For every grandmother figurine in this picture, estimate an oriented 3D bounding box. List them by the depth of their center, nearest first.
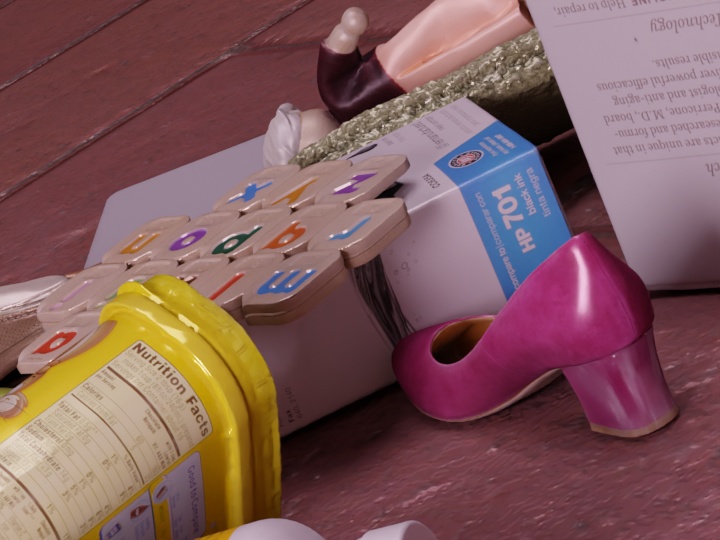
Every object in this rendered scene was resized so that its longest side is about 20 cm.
[{"bbox_3d":[0.022,-0.112,1.525,0.200,0.121,0.061,-36,37,18],"label":"grandmother figurine"}]

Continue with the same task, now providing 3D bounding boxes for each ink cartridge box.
[{"bbox_3d":[0.000,0.000,1.362,0.199,0.086,0.146,-25,18,-7],"label":"ink cartridge box"}]

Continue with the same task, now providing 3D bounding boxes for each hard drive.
[{"bbox_3d":[-0.109,-0.028,1.669,0.131,0.025,0.200,-21,18,8],"label":"hard drive"}]

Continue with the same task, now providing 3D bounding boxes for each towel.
[{"bbox_3d":[0.049,-0.079,1.500,0.199,0.037,0.148,-26,-13,-3],"label":"towel"}]

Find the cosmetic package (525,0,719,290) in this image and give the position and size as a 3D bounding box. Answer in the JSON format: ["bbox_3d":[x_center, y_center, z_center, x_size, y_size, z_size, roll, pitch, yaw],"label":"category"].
[{"bbox_3d":[0.204,-0.118,1.255,0.166,0.201,0.167,-5,26,46],"label":"cosmetic package"}]

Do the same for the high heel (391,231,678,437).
[{"bbox_3d":[0.064,0.020,1.204,0.067,0.096,0.200,-31,19,-22],"label":"high heel"}]

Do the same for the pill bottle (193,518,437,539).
[{"bbox_3d":[-0.062,0.154,0.969,0.199,0.105,0.104,-18,18,17],"label":"pill bottle"}]

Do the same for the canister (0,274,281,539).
[{"bbox_3d":[-0.133,0.113,1.107,0.086,0.149,0.200,35,56,28],"label":"canister"}]

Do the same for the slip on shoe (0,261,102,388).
[{"bbox_3d":[-0.137,0.028,1.502,0.199,0.076,0.061,-14,59,5],"label":"slip on shoe"}]

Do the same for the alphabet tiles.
[{"bbox_3d":[-0.070,-0.001,1.295,0.199,0.015,0.195,-3,29,46],"label":"alphabet tiles"}]

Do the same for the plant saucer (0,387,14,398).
[{"bbox_3d":[-0.208,0.117,1.266,0.199,0.031,0.200,-15,32,10],"label":"plant saucer"}]
